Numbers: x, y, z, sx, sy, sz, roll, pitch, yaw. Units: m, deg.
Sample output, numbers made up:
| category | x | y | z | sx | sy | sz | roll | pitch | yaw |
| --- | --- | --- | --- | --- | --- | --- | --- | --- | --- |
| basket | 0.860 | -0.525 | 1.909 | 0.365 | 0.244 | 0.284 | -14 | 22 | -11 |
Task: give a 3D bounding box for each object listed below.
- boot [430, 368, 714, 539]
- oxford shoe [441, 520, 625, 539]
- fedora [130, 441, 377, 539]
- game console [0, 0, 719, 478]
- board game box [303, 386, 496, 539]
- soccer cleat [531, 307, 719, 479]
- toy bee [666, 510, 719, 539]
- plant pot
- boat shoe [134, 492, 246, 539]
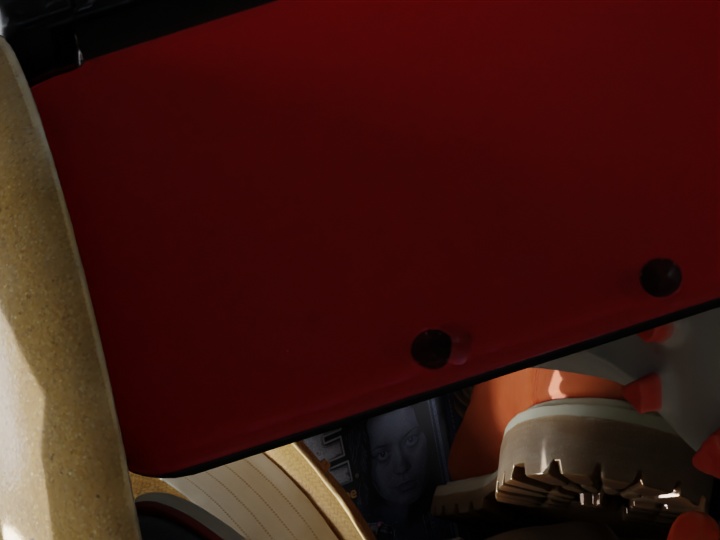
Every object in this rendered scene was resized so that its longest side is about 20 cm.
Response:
| category | x | y | z | sx | sy | sz | roll | pitch | yaw |
| --- | --- | --- | --- | --- | --- | --- | --- | --- | --- |
| boot | 0.071 | 0.030 | 0.792 | 0.200 | 0.075 | 0.108 | 119 | 160 | -74 |
| oxford shoe | 0.072 | 0.124 | 0.785 | 0.200 | 0.084 | 0.073 | 56 | -160 | -68 |
| fedora | -0.056 | 0.119 | 0.825 | 0.200 | 0.082 | 0.201 | 38 | 143 | 37 |
| game console | 0.026 | -0.038 | 0.621 | 0.172 | 0.199 | 0.119 | 86 | 167 | -89 |
| board game box | -0.032 | 0.120 | 0.936 | 0.035 | 0.200 | 0.136 | 15 | -122 | -52 |
| soccer cleat | 0.076 | 0.004 | 0.629 | 0.200 | 0.077 | 0.070 | 13 | 112 | 49 |
| toy bee | 0.077 | 0.123 | 0.666 | 0.131 | 0.200 | 0.109 | 40 | -131 | -41 |
| plant pot | -0.073 | 0.049 | 0.575 | 0.200 | 0.027 | 0.201 | 169 | 90 | -77 |
| boat shoe | -0.020 | 0.150 | 0.642 | 0.200 | 0.062 | 0.071 | 61 | 149 | 4 |
